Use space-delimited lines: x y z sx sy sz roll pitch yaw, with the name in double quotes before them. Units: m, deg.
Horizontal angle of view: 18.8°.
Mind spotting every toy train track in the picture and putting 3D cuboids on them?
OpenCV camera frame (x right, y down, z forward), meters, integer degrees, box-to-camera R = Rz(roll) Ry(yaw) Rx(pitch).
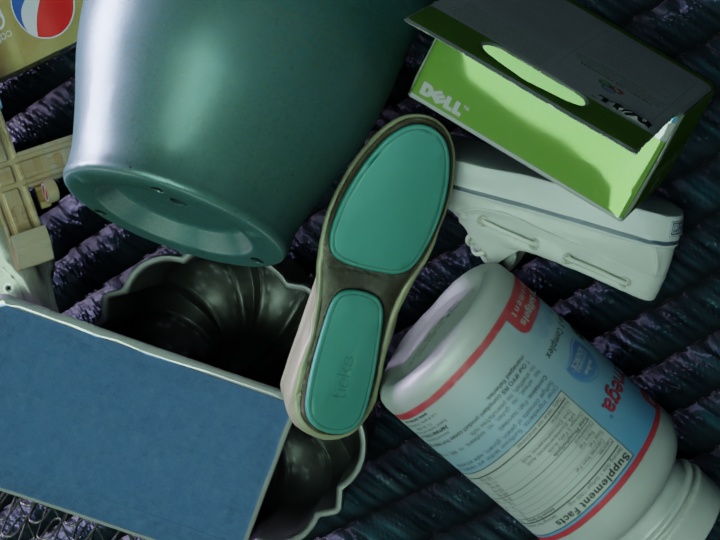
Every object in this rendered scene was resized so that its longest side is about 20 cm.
"toy train track" -0.229 -0.099 1.327 0.033 0.114 0.201 -19 92 68

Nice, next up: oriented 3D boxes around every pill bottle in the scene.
"pill bottle" 0.116 0.097 1.297 0.200 0.109 0.109 41 116 -11

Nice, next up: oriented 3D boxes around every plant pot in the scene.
"plant pot" -0.074 -0.111 1.235 0.199 0.200 0.189 14 75 17

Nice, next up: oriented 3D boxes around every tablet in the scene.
"tablet" -0.150 0.100 1.350 0.199 0.014 0.131 19 113 -5

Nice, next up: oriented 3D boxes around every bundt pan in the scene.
"bundt pan" -0.076 0.073 1.394 0.200 0.076 0.203 6 107 19

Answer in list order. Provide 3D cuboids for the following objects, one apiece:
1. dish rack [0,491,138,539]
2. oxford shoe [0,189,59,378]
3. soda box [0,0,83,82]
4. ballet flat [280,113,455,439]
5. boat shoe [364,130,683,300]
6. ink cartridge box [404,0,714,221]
"dish rack" -0.230 0.155 1.453 0.152 0.055 0.201 1 131 21
"oxford shoe" -0.226 -0.022 1.374 0.057 0.075 0.201 -21 91 -9
"soda box" -0.210 -0.164 1.383 0.199 0.068 0.064 -22 97 25
"ballet flat" 0.000 0.000 1.282 0.069 0.069 0.201 23 98 13
"boat shoe" 0.091 -0.032 1.303 0.199 0.074 0.066 18 106 16
"ink cartridge box" 0.100 -0.093 1.212 0.147 0.200 0.076 32 114 10
